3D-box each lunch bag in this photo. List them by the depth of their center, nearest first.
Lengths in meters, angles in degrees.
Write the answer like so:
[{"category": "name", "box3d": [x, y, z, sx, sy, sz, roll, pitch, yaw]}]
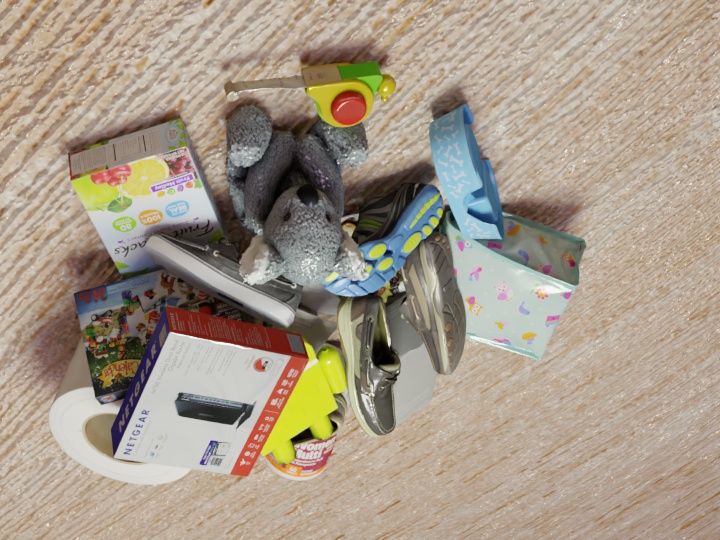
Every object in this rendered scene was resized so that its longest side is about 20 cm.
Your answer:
[{"category": "lunch bag", "box3d": [0.189, 0.010, 1.543, 0.198, 0.123, 0.172, 20, 134, 4]}]

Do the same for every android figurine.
[{"category": "android figurine", "box3d": [-0.102, 0.161, 1.454, 0.181, 0.041, 0.202, -30, 128, -14]}]

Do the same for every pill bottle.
[{"category": "pill bottle", "box3d": [-0.077, 0.211, 1.672, 0.108, 0.110, 0.202, 2, 132, -21]}]

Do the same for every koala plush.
[{"category": "koala plush", "box3d": [-0.072, -0.061, 1.314, 0.175, 0.201, 0.185, -1, 137, -19]}]

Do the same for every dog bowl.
[{"category": "dog bowl", "box3d": [0.134, -0.117, 1.403, 0.049, 0.113, 0.201, -12, 141, 15]}]

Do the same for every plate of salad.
[{"category": "plate of salad", "box3d": [0.000, 0.000, 1.523, 0.197, 0.048, 0.202, -11, 138, -10]}]

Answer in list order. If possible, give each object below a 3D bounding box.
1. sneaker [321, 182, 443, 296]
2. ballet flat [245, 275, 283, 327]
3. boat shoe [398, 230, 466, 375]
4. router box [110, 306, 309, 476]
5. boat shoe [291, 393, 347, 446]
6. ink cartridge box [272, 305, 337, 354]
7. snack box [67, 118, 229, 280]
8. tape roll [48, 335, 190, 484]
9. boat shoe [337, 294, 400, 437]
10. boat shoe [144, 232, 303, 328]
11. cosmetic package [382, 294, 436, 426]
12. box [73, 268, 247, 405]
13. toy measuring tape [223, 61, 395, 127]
[{"category": "sneaker", "box3d": [0.021, -0.041, 1.414, 0.199, 0.082, 0.071, -44, 130, -22]}, {"category": "ballet flat", "box3d": [-0.144, 0.071, 1.459, 0.067, 0.068, 0.202, 24, 111, 12]}, {"category": "boat shoe", "box3d": [0.093, 0.043, 1.506, 0.072, 0.074, 0.203, 0, 109, 31]}, {"category": "router box", "box3d": [-0.182, 0.150, 1.333, 0.177, 0.049, 0.201, 13, 121, -27]}, {"category": "boat shoe", "box3d": [-0.115, 0.221, 1.575, 0.197, 0.065, 0.073, -13, 117, 13]}, {"category": "ink cartridge box", "box3d": [-0.133, 0.101, 1.566, 0.116, 0.068, 0.200, 21, 126, -32]}, {"category": "snack box", "box3d": [-0.249, -0.077, 1.344, 0.140, 0.053, 0.201, -16, 141, -1]}, {"category": "tape roll", "box3d": [-0.295, 0.169, 1.481, 0.200, 0.140, 0.204, 6, 135, 6]}, {"category": "boat shoe", "box3d": [0.020, 0.127, 1.478, 0.065, 0.072, 0.204, -4, 106, 32]}, {"category": "boat shoe", "box3d": [-0.159, -0.004, 1.343, 0.198, 0.067, 0.070, 27, 162, 2]}, {"category": "cosmetic package", "box3d": [0.052, 0.138, 1.624, 0.106, 0.090, 0.201, -31, 148, -26]}, {"category": "box", "box3d": [-0.240, 0.070, 1.373, 0.197, 0.138, 0.038, -15, 161, -7]}, {"category": "toy measuring tape", "box3d": [-0.056, -0.195, 1.278, 0.197, 0.074, 0.074, -9, 138, -11]}]
